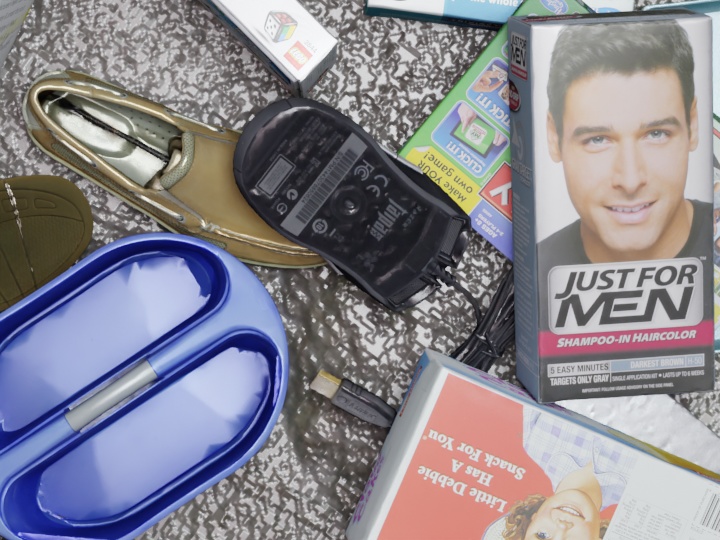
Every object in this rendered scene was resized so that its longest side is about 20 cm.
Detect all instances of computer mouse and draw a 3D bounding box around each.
[{"bbox_3d":[0.000,0.000,1.332,0.199,0.046,0.141,31,100,-14],"label":"computer mouse"}]

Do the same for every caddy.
[{"bbox_3d":[-0.133,0.067,1.326,0.199,0.105,0.142,-34,90,-1],"label":"caddy"}]

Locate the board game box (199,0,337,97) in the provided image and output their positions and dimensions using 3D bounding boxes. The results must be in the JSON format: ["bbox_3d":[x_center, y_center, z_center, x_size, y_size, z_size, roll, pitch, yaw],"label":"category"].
[{"bbox_3d":[-0.093,-0.178,1.319,0.035,0.126,0.200,-45,91,-1],"label":"board game box"}]

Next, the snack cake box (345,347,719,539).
[{"bbox_3d":[0.105,0.136,1.308,0.199,0.067,0.116,24,94,-9],"label":"snack cake box"}]

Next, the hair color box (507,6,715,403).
[{"bbox_3d":[0.134,-0.036,1.287,0.098,0.061,0.202,-4,101,-8],"label":"hair color box"}]

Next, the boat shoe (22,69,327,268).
[{"bbox_3d":[-0.096,-0.054,1.343,0.199,0.076,0.072,20,87,-3],"label":"boat shoe"}]

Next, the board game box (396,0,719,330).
[{"bbox_3d":[0.136,-0.049,1.341,0.200,0.029,0.135,39,103,-4],"label":"board game box"}]

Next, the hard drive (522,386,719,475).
[{"bbox_3d":[0.114,0.150,1.369,0.139,0.033,0.200,39,89,-1],"label":"hard drive"}]

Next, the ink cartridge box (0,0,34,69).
[{"bbox_3d":[-0.263,-0.145,1.278,0.145,0.147,0.201,30,106,1],"label":"ink cartridge box"}]

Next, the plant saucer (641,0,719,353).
[{"bbox_3d":[0.205,-0.054,1.380,0.069,0.019,0.202,-7,89,-1],"label":"plant saucer"}]

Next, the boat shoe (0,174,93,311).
[{"bbox_3d":[-0.245,0.003,1.345,0.200,0.066,0.072,-30,105,-20],"label":"boat shoe"}]

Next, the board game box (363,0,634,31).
[{"bbox_3d":[0.088,-0.236,1.364,0.150,0.047,0.202,7,90,-2],"label":"board game box"}]
